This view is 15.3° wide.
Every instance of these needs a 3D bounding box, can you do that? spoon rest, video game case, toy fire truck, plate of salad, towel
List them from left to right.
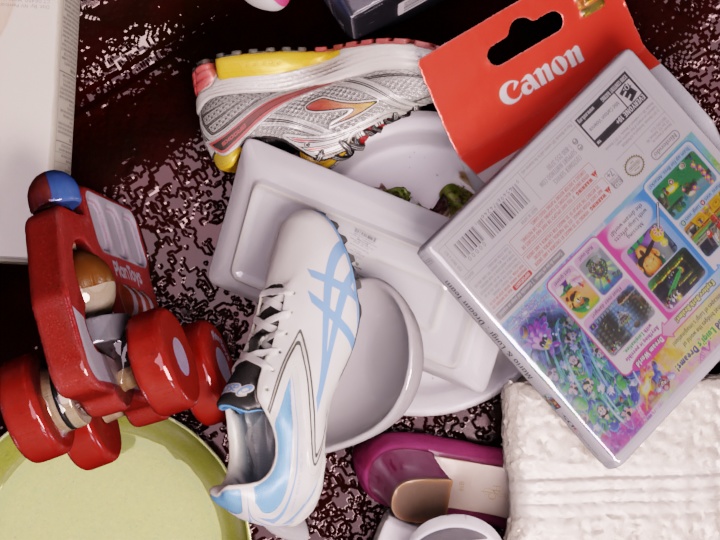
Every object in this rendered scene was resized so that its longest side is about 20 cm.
[{"bbox_3d":[-0.163,0.026,1.665,0.112,0.200,0.169,-21,78,11],"label":"toy fire truck"},{"bbox_3d":[-0.021,0.092,1.693,0.060,0.100,0.201,3,130,-37],"label":"spoon rest"},{"bbox_3d":[0.038,-0.006,1.743,0.199,0.048,0.201,0,85,5],"label":"plate of salad"},{"bbox_3d":[0.161,-0.009,1.672,0.200,0.024,0.182,-44,95,-22],"label":"video game case"},{"bbox_3d":[0.186,0.131,1.692,0.199,0.034,0.133,-1,86,-7],"label":"towel"}]

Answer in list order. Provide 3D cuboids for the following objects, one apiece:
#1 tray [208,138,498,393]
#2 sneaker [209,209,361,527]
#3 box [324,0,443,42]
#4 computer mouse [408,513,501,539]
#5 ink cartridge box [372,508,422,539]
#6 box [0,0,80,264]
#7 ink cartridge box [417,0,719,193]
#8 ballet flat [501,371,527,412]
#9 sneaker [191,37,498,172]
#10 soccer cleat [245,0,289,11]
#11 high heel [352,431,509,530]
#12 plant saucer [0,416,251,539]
[{"bbox_3d":[0.000,0.000,1.705,0.199,0.022,0.108,22,114,12],"label":"tray"},{"bbox_3d":[-0.049,0.057,1.650,0.072,0.072,0.201,18,75,-38],"label":"sneaker"},{"bbox_3d":[-0.003,-0.260,1.680,0.123,0.200,0.199,-28,88,0],"label":"box"},{"bbox_3d":[0.070,0.249,1.667,0.109,0.044,0.201,-4,93,8],"label":"computer mouse"},{"bbox_3d":[0.080,0.261,1.730,0.199,0.084,0.145,24,89,1],"label":"ink cartridge box"},{"bbox_3d":[-0.228,-0.105,1.730,0.077,0.095,0.201,3,88,1],"label":"box"},{"bbox_3d":[0.147,-0.081,1.708,0.160,0.047,0.201,-31,104,-22],"label":"ink cartridge box"},{"bbox_3d":[0.189,0.104,1.741,0.199,0.069,0.070,10,89,0],"label":"ballet flat"},{"bbox_3d":[-0.008,-0.103,1.738,0.199,0.078,0.083,-6,84,11],"label":"sneaker"},{"bbox_3d":[-0.117,-0.247,1.752,0.086,0.070,0.201,-30,87,15],"label":"soccer cleat"},{"bbox_3d":[0.095,0.136,1.758,0.199,0.096,0.068,11,105,-21],"label":"high heel"},{"bbox_3d":[-0.170,0.185,1.757,0.199,0.031,0.201,0,88,0],"label":"plant saucer"}]
